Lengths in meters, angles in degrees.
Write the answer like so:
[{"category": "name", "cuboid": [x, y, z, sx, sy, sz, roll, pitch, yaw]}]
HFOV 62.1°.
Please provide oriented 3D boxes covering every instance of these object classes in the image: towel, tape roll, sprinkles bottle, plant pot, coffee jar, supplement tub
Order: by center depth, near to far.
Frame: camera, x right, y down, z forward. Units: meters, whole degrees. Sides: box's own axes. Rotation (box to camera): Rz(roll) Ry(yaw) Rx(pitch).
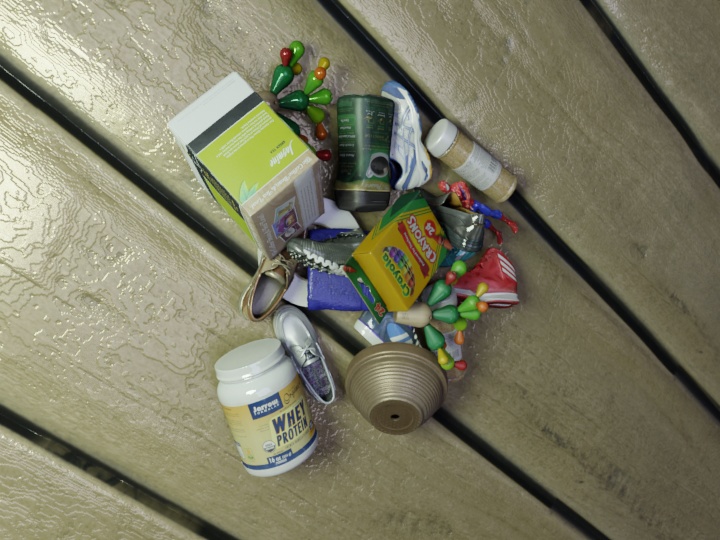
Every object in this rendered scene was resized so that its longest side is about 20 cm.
[{"category": "supplement tub", "cuboid": [-0.166, 0.236, 1.049, 0.142, 0.144, 0.203, -21, 104, -17]}, {"category": "coffee jar", "cuboid": [0.006, -0.206, 1.070, 0.103, 0.084, 0.204, -5, 100, -45]}, {"category": "towel", "cuboid": [0.000, 0.000, 1.083, 0.196, 0.050, 0.151, 1, 91, -9]}, {"category": "tape roll", "cuboid": [-0.090, -0.034, 1.102, 0.199, 0.037, 0.207, -3, 99, -21]}, {"category": "plant pot", "cuboid": [0.065, 0.237, 1.114, 0.197, 0.093, 0.204, 3, 126, 4]}, {"category": "sprinkles bottle", "cuboid": [0.218, -0.212, 1.176, 0.198, 0.068, 0.069, 32, 85, -22]}, {"category": "sprinkles bottle", "cuboid": [0.165, 0.125, 1.179, 0.067, 0.068, 0.203, -22, 122, -17]}]

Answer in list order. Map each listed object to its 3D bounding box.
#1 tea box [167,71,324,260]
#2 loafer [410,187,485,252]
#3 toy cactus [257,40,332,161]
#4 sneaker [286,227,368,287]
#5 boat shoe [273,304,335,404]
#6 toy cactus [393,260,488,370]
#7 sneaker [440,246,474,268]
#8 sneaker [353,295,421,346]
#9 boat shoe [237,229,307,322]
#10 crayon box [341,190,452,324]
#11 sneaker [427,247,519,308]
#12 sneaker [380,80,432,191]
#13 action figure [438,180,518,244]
[{"category": "tea box", "cuboid": [-0.167, -0.152, 0.931, 0.133, 0.200, 0.197, -40, 78, -12]}, {"category": "loafer", "cuboid": [0.162, -0.113, 1.108, 0.072, 0.200, 0.073, -9, 127, -37]}, {"category": "toy cactus", "cuboid": [-0.125, -0.284, 1.026, 0.162, 0.102, 0.204, -9, 109, -10]}, {"category": "sneaker", "cuboid": [-0.031, -0.034, 1.013, 0.197, 0.066, 0.092, 19, 79, -25]}, {"category": "boat shoe", "cuboid": [-0.100, 0.159, 1.105, 0.071, 0.068, 0.203, -22, 105, -17]}, {"category": "toy cactus", "cuboid": [0.141, 0.085, 1.061, 0.162, 0.103, 0.203, 2, 113, -13]}, {"category": "sneaker", "cuboid": [0.151, -0.036, 1.174, 0.197, 0.079, 0.079, -9, 100, -21]}, {"category": "sneaker", "cuboid": [0.097, 0.113, 1.171, 0.200, 0.081, 0.147, 41, 86, -15]}, {"category": "boat shoe", "cuboid": [-0.141, 0.001, 1.027, 0.075, 0.072, 0.203, 25, 88, -22]}, {"category": "crayon box", "cuboid": [0.067, -0.023, 1.009, 0.201, 0.050, 0.128, -51, 119, -32]}, {"category": "sneaker", "cuboid": [0.228, 0.012, 1.231, 0.196, 0.078, 0.118, 8, 71, -15]}, {"category": "sneaker", "cuboid": [0.068, -0.247, 1.117, 0.087, 0.075, 0.203, -24, 104, -16]}, {"category": "action figure", "cuboid": [0.228, -0.104, 1.175, 0.198, 0.100, 0.065, 32, 127, -24]}]
